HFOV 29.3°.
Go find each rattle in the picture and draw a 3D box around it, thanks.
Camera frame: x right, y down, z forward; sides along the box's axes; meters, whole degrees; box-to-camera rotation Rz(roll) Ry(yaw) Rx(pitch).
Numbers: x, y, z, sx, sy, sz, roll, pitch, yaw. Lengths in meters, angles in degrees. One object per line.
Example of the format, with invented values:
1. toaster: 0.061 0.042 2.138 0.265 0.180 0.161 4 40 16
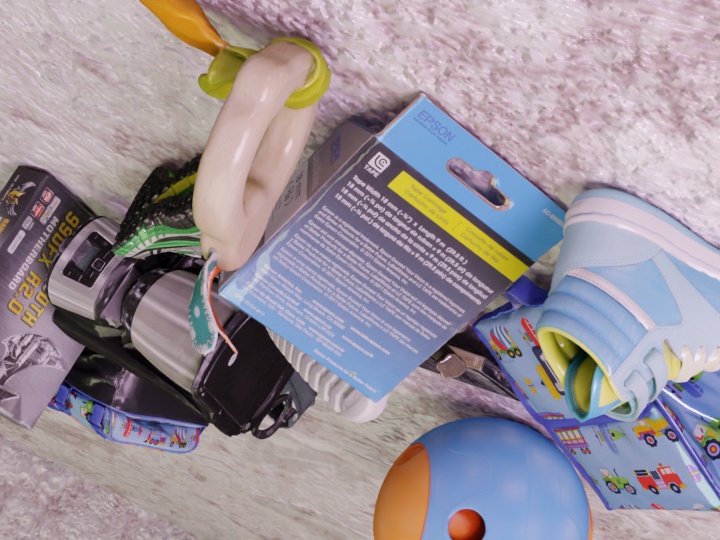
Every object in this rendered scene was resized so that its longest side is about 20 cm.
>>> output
1. rattle: -0.109 -0.061 0.840 0.143 0.130 0.200 20 117 -6

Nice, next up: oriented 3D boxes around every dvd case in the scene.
1. dvd case: 0.032 0.062 1.165 0.200 0.016 0.149 17 172 24

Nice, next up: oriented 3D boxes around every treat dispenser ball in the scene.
1. treat dispenser ball: 0.111 0.235 1.260 0.201 0.201 0.201 24 159 10

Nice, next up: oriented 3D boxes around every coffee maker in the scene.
1. coffee maker: -0.173 0.060 1.260 0.200 0.135 0.192 29 141 26

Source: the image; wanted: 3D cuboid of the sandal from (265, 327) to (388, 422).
1. sandal: -0.028 0.043 1.081 0.050 0.083 0.203 -1 -137 -36

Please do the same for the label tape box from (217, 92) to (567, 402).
1. label tape box: 0.023 -0.023 0.915 0.144 0.063 0.200 36 117 -22

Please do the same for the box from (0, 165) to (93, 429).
1. box: -0.316 0.027 1.300 0.048 0.200 0.158 17 157 36

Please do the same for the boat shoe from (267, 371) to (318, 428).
1. boat shoe: -0.106 0.094 1.395 0.073 0.062 0.200 14 155 37

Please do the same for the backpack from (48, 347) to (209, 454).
1. backpack: -0.260 0.093 1.450 0.200 0.135 0.182 22 180 32

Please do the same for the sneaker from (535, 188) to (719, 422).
1. sneaker: 0.192 0.052 0.824 0.200 0.131 0.080 28 158 -3

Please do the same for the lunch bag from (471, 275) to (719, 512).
1. lunch bag: 0.180 0.075 0.987 0.200 0.094 0.151 45 157 -11

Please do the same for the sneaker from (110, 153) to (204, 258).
1. sneaker: -0.134 -0.034 1.101 0.085 0.078 0.200 35 159 -26

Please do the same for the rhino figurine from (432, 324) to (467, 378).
1. rhino figurine: 0.000 0.000 1.027 0.200 0.060 0.087 36 -172 -20
